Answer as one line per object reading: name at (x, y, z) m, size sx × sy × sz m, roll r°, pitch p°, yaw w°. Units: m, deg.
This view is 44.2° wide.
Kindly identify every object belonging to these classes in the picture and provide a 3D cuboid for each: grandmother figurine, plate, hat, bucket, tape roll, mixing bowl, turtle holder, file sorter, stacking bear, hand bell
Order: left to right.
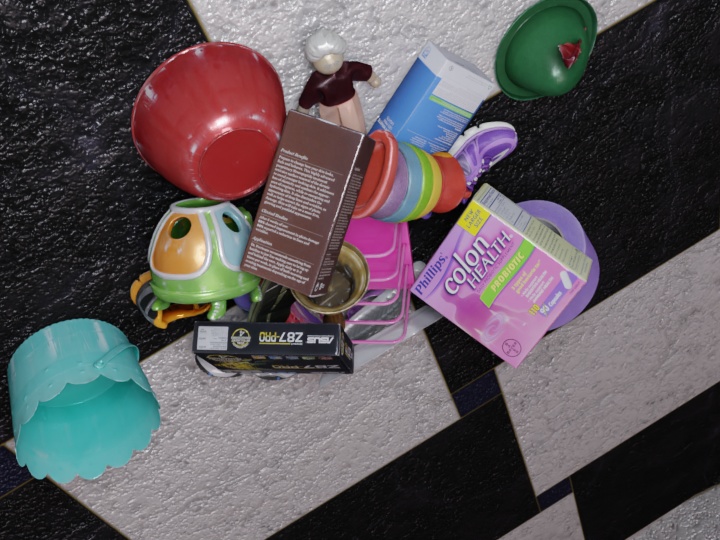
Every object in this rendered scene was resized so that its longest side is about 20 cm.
bucket at (-0.387, 0.176, 1.231) m, size 0.205 × 0.135 × 0.208 m, roll -18°, pitch 138°, yaw -17°
turtle holder at (-0.184, -0.025, 1.133) m, size 0.184 × 0.140 × 0.133 m, roll -15°, pitch 109°, yaw -40°
mixing bowl at (-0.165, -0.159, 1.074) m, size 0.198 × 0.109 × 0.201 m, roll -19°, pitch 138°, yaw -18°
hand bell at (-0.039, 0.048, 1.201) m, size 0.103 × 0.105 × 0.200 m, roll -24°, pitch 157°, yaw -11°
grandmother figurine at (-0.027, -0.225, 1.140) m, size 0.121 × 0.061 × 0.201 m, roll -35°, pitch 143°, yaw -13°
file sorter at (0.000, 0.000, 1.285) m, size 0.137 × 0.126 × 0.201 m, roll -1°, pitch 138°, yaw 9°
plate at (0.039, 0.113, 1.444) m, size 0.199 × 0.033 × 0.199 m, roll -32°, pitch 176°, yaw 25°
stacking bear at (0.063, -0.120, 1.176) m, size 0.199 × 0.121 × 0.115 m, roll 0°, pitch 98°, yaw -44°
tape roll at (0.281, -0.007, 1.445) m, size 0.199 × 0.201 × 0.085 m, roll -39°, pitch 140°, yaw 7°
hat at (0.291, -0.264, 1.218) m, size 0.198 × 0.177 × 0.167 m, roll -9°, pitch 134°, yaw -26°

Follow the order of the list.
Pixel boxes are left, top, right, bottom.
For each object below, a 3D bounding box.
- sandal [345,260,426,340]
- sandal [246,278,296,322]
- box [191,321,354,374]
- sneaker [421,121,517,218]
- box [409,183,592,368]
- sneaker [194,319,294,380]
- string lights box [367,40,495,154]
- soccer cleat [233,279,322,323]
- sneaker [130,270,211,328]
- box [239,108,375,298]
sandal at (0.025, 0.050, 1.454) m, size 0.202 × 0.050 × 0.083 m, roll -38°, pitch 156°, yaw -16°
sandal at (-0.122, 0.025, 1.223) m, size 0.079 × 0.058 × 0.201 m, roll -11°, pitch 154°, yaw -33°
box at (-0.115, 0.108, 1.223) m, size 0.198 × 0.050 × 0.161 m, roll 0°, pitch 166°, yaw 6°
sneaker at (0.156, -0.141, 1.323) m, size 0.199 × 0.084 × 0.081 m, roll -36°, pitch 140°, yaw 0°
box at (0.207, 0.007, 1.310) m, size 0.177 × 0.199 × 0.097 m, roll -56°, pitch 174°, yaw 27°
sneaker at (-0.154, 0.120, 1.377) m, size 0.199 × 0.076 × 0.077 m, roll 0°, pitch 128°, yaw -39°
string lights box at (0.085, -0.204, 1.232) m, size 0.102 × 0.059 × 0.201 m, roll 15°, pitch 120°, yaw -41°
soccer cleat at (-0.111, 0.073, 1.339) m, size 0.067 × 0.076 × 0.200 m, roll -49°, pitch 128°, yaw -1°
sneaker at (-0.217, 0.020, 1.238) m, size 0.199 × 0.077 × 0.079 m, roll -26°, pitch 138°, yaw -11°
box at (-0.063, -0.080, 1.065) m, size 0.075 × 0.099 × 0.202 m, roll -9°, pitch 119°, yaw -75°
